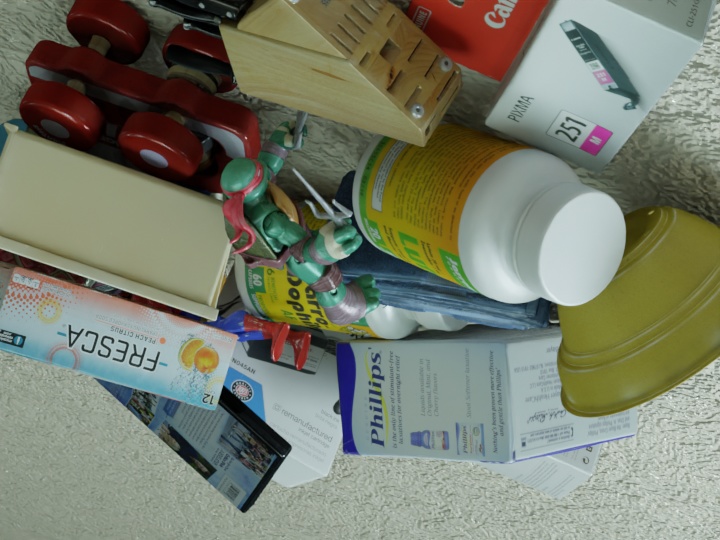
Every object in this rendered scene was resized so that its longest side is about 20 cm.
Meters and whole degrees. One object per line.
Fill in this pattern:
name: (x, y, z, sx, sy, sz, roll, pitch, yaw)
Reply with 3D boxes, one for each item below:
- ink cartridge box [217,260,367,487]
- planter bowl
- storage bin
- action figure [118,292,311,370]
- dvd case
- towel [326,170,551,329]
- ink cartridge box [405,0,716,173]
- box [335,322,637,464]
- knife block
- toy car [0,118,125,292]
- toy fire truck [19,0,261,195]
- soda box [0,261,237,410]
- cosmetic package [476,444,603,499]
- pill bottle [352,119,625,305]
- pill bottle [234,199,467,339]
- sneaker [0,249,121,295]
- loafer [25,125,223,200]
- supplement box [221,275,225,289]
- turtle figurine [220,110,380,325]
ink cartridge box: (-0.073, 0.081, 1.557, 0.144, 0.200, 0.084, 32, 152, -20)
planter bowl: (0.206, 0.012, 1.208, 0.083, 0.200, 0.200, 51, 149, -13)
storage bin: (-0.204, -0.033, 1.331, 0.200, 0.094, 0.199, 18, 175, -7)
action figure: (-0.142, 0.048, 1.462, 0.200, 0.052, 0.065, 16, 179, 32)
dvd case: (-0.155, 0.121, 1.459, 0.200, 0.018, 0.143, 42, 147, 6)
towel: (0.065, -0.019, 1.321, 0.200, 0.112, 0.049, 10, 160, 19)
ink cartridge box: (0.117, -0.153, 1.090, 0.173, 0.044, 0.200, 22, 156, -3)
box: (0.111, 0.105, 1.457, 0.200, 0.105, 0.184, -2, -178, 44)
knife block: (-0.050, -0.155, 1.175, 0.200, 0.064, 0.175, 41, 151, -16)
toy car: (-0.281, -0.016, 1.545, 0.200, 0.177, 0.184, 31, 165, -3)
toy fire truck: (-0.174, -0.120, 1.327, 0.200, 0.112, 0.168, 19, 157, 8)
soda box: (-0.204, 0.053, 1.327, 0.200, 0.069, 0.064, 19, 176, -25)
cosmetic package: (0.138, 0.146, 1.650, 0.200, 0.085, 0.108, 25, 156, -3)
pill bottle: (0.093, -0.041, 1.193, 0.200, 0.111, 0.111, 24, 166, 50)
pill bottle: (0.000, 0.000, 1.429, 0.200, 0.113, 0.113, 7, 152, 31)
sneaker: (-0.247, -0.001, 1.457, 0.200, 0.081, 0.075, -13, 154, -22)
loafer: (-0.196, -0.107, 1.447, 0.200, 0.075, 0.070, 18, 129, 0)
supplement box: (-0.181, -0.009, 1.629, 0.069, 0.067, 0.200, 17, 155, 14)
turtle figurine: (-0.052, -0.043, 1.219, 0.101, 0.150, 0.200, -23, 145, 5)
